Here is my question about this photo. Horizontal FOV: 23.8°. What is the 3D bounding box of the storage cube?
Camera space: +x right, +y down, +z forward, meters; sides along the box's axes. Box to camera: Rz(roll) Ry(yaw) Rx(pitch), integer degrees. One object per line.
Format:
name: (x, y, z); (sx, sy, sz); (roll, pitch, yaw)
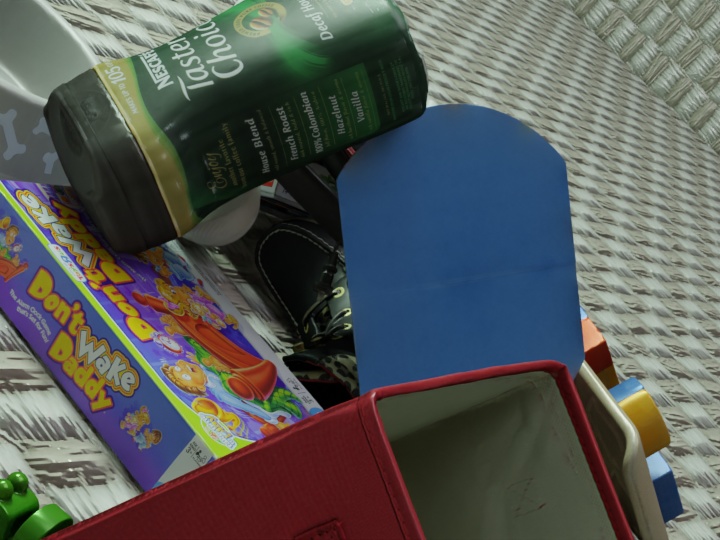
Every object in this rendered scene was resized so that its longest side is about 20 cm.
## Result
storage cube: (-0.001, 0.148, 0.610); (0.200, 0.179, 0.172); (0, 67, -64)

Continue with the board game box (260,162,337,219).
board game box: (-0.030, -0.049, 1.214); (0.126, 0.035, 0.199); (15, -5, 44)

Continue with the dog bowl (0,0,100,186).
dog bowl: (-0.237, -0.133, 1.044); (0.199, 0.059, 0.200); (36, 20, -15)

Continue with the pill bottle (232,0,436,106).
pill bottle: (-0.027, -0.151, 1.404); (0.200, 0.120, 0.120); (39, 18, -8)

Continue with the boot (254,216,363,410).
boot: (-0.019, 0.042, 1.060); (0.204, 0.074, 0.153); (46, 22, 19)

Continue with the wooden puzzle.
wooden puzzle: (0.178, 0.109, 1.208); (0.201, 0.046, 0.186); (-117, -177, -45)

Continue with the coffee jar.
coffee jar: (-0.070, -0.092, 0.937); (0.105, 0.199, 0.086); (54, -12, 40)

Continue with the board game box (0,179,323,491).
board game box: (-0.113, 0.038, 0.922); (0.200, 0.045, 0.134); (48, 20, 20)

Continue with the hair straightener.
hair straightener: (0.000, 0.000, 1.023); (0.201, 0.077, 0.041); (55, -26, -10)

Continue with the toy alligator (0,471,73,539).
toy alligator: (-0.138, 0.111, 0.692); (0.200, 0.054, 0.059); (45, 18, 11)

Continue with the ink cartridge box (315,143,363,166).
ink cartridge box: (-0.050, -0.096, 1.184); (0.099, 0.040, 0.200); (17, -3, -18)

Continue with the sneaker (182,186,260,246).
sneaker: (-0.095, -0.048, 1.074); (0.089, 0.075, 0.200); (52, -6, -30)

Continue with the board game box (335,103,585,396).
board game box: (0.053, 0.004, 1.005); (0.157, 0.202, 0.039); (-9, 5, -28)
